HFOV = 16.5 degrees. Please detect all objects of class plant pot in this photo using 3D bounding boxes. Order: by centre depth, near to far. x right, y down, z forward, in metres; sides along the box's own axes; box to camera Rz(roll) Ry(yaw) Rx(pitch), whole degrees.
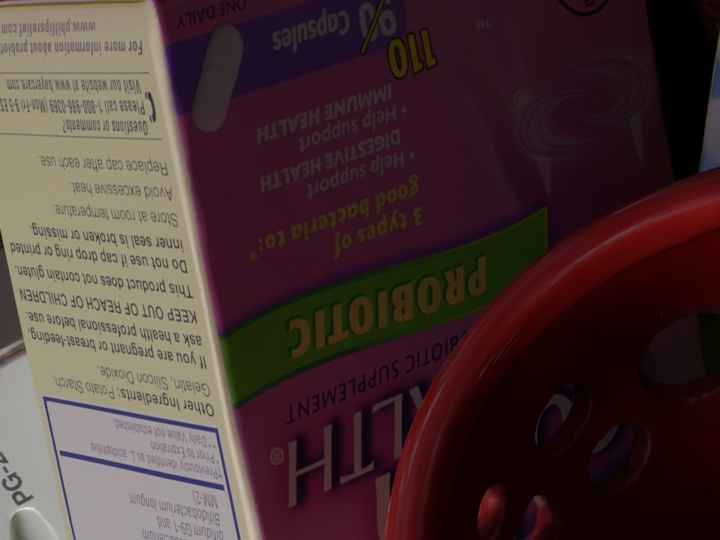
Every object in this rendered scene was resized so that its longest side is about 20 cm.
[{"bbox_3d":[0.122,0.099,0.634,0.200,0.201,0.183,27,158,32],"label":"plant pot"}]

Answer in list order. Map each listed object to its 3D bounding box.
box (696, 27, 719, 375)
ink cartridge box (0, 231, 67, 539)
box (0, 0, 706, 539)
[{"bbox_3d":[0.153,-0.008,0.698,0.122,0.048,0.200,32,152,22],"label":"box"},{"bbox_3d":[-0.079,0.033,0.834,0.146,0.083,0.200,58,-167,-27],"label":"ink cartridge box"},{"bbox_3d":[0.000,0.000,0.711,0.096,0.175,0.201,6,111,49],"label":"box"}]
